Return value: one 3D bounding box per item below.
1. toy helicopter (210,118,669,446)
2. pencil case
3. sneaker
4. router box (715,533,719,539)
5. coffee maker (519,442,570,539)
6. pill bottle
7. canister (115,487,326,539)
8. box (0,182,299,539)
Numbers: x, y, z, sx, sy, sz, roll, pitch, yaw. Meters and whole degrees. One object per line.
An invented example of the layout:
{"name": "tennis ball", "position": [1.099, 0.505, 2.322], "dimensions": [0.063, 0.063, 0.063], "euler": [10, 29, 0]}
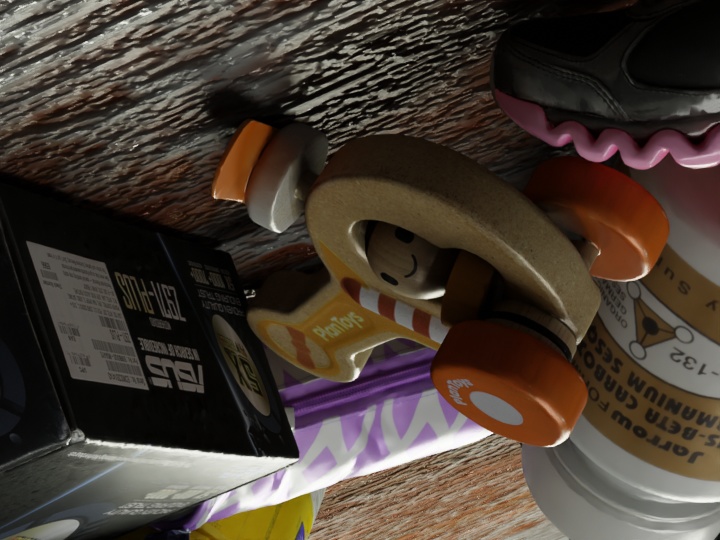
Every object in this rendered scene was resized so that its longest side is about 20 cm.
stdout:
{"name": "toy helicopter", "position": [0.000, 0.000, 0.815], "dimensions": [0.079, 0.132, 0.200], "euler": [-61, -168, -20]}
{"name": "pencil case", "position": [-0.008, 0.044, 1.005], "dimensions": [0.200, 0.084, 0.085], "euler": [-16, 176, -37]}
{"name": "sneaker", "position": [0.132, -0.083, 0.744], "dimensions": [0.200, 0.095, 0.079], "euler": [-2, -159, 21]}
{"name": "router box", "position": [0.203, 0.041, 1.058], "dimensions": [0.150, 0.200, 0.062], "euler": [-23, 162, 10]}
{"name": "coffee maker", "position": [0.145, 0.104, 1.211], "dimensions": [0.135, 0.200, 0.192], "euler": [-23, 178, -36]}
{"name": "pill bottle", "position": [0.129, 0.021, 0.941], "dimensions": [0.114, 0.114, 0.200], "euler": [-14, 147, -27]}
{"name": "canister", "position": [-0.088, 0.140, 1.082], "dimensions": [0.149, 0.087, 0.200], "euler": [-46, -174, 16]}
{"name": "box", "position": [-0.135, 0.051, 0.836], "dimensions": [0.164, 0.086, 0.200], "euler": [-23, 167, 14]}
